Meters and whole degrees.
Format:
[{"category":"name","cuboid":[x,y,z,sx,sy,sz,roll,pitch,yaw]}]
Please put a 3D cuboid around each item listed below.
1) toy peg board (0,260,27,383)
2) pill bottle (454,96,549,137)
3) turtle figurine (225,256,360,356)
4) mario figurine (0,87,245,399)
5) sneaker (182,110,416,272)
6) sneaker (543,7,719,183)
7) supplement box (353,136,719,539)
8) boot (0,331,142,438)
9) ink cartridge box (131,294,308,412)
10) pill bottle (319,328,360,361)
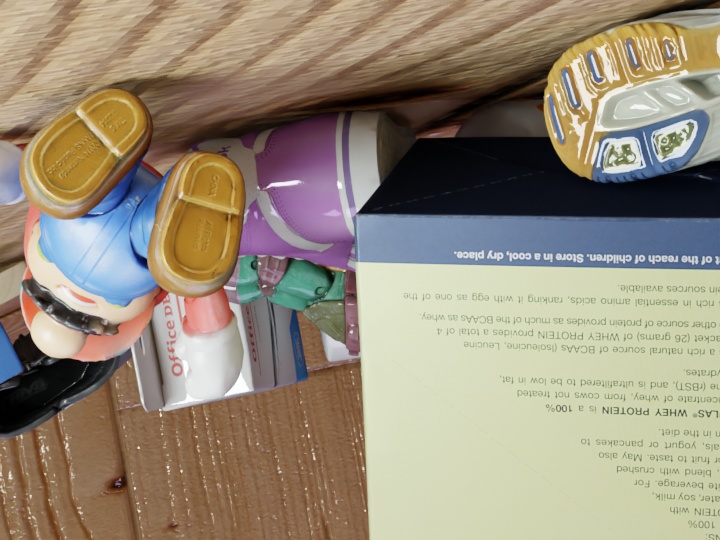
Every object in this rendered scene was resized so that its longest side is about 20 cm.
[{"category":"toy peg board","cuboid":[-0.305,0.088,1.106,0.198,0.099,0.199,-30,-170,-28]},{"category":"pill bottle","cuboid":[0.148,-0.036,0.873,0.198,0.114,0.113,-9,177,-29]},{"category":"turtle figurine","cuboid":[0.000,0.000,1.058,0.197,0.102,0.150,4,152,-1]},{"category":"mario figurine","cuboid":[-0.103,0.002,0.684,0.105,0.125,0.200,-23,176,-16]},{"category":"sneaker","cuboid":[-0.028,-0.032,0.827,0.113,0.074,0.200,-8,167,10]},{"category":"sneaker","cuboid":[0.171,-0.081,0.662,0.198,0.076,0.088,-2,-170,33]},{"category":"supplement box","cuboid":[0.109,0.057,0.727,0.198,0.202,0.134,1,-163,14]},{"category":"boot","cuboid":[-0.191,0.057,1.207,0.200,0.070,0.131,-41,-166,-25]},{"category":"ink cartridge box","cuboid":[-0.097,0.030,1.180,0.067,0.117,0.200,-12,178,11]},{"category":"pill bottle","cuboid":[0.066,-0.002,1.203,0.198,0.116,0.114,-10,177,-5]}]
